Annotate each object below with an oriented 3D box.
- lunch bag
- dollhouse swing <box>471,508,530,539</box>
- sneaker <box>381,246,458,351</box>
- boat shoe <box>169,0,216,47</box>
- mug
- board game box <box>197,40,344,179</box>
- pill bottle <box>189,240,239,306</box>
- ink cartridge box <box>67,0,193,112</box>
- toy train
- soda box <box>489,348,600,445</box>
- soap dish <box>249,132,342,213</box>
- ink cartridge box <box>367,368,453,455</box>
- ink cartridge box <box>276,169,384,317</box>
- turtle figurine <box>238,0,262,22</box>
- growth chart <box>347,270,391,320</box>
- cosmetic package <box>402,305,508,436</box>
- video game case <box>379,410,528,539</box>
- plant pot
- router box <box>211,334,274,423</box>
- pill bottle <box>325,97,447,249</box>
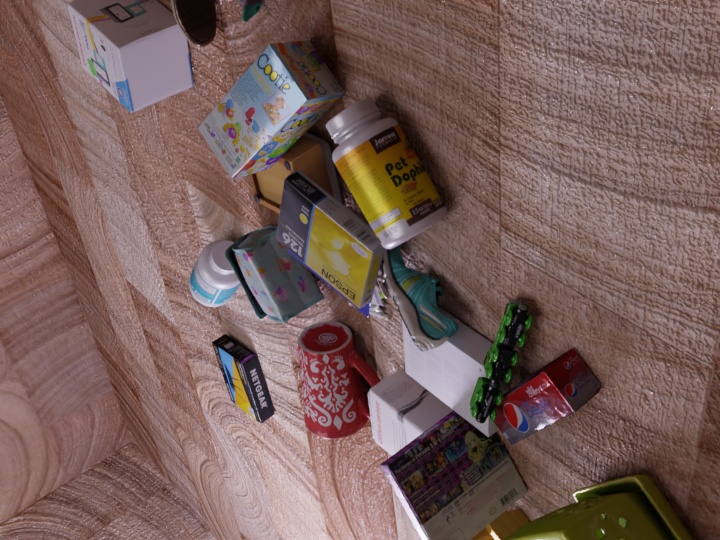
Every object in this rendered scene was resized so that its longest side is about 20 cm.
[{"bbox_3d":[-0.178,0.005,1.818,0.171,0.121,0.200,63,161,-12],"label":"lunch bag"},{"bbox_3d":[0.219,0.533,1.611,0.182,0.175,0.200,50,151,18],"label":"dollhouse swing"},{"bbox_3d":[0.088,0.034,1.441,0.201,0.079,0.078,64,-179,31],"label":"sneaker"},{"bbox_3d":[-0.302,-0.488,1.591,0.075,0.074,0.204,-149,42,-66],"label":"boat shoe"},{"bbox_3d":[-0.036,0.208,1.814,0.134,0.176,0.201,-95,-3,-59],"label":"mug"},{"bbox_3d":[-0.139,-0.247,1.421,0.200,0.103,0.105,-39,82,36],"label":"board game box"},{"bbox_3d":[-0.314,0.002,2.055,0.111,0.110,0.200,56,153,6],"label":"pill bottle"},{"bbox_3d":[-0.444,-0.437,1.789,0.200,0.146,0.147,41,148,32],"label":"ink cartridge box"},{"bbox_3d":[0.198,0.128,1.314,0.057,0.041,0.201,-92,15,-63],"label":"toy train"},{"bbox_3d":[0.256,0.183,1.312,0.070,0.063,0.200,53,152,9],"label":"soda box"},{"bbox_3d":[-0.123,-0.166,1.587,0.200,0.081,0.158,29,141,46],"label":"soap dish"},{"bbox_3d":[0.112,0.291,1.647,0.200,0.083,0.148,35,144,39],"label":"ink cartridge box"},{"bbox_3d":[-0.055,-0.032,1.495,0.197,0.047,0.201,38,142,21],"label":"ink cartridge box"},{"bbox_3d":[-0.238,-0.485,1.442,0.199,0.101,0.150,36,163,11],"label":"turtle figurine"},{"bbox_3d":[0.000,0.000,1.615,0.144,0.018,0.201,24,137,48],"label":"growth chart"},{"bbox_3d":[0.150,0.150,1.473,0.200,0.052,0.152,36,147,38],"label":"cosmetic package"},{"bbox_3d":[0.154,0.337,1.493,0.182,0.199,0.036,60,155,-4],"label":"video game case"},{"bbox_3d":[0.339,0.397,1.256,0.201,0.181,0.199,55,154,7],"label":"plant pot"},{"bbox_3d":[-0.302,0.278,2.379,0.149,0.051,0.201,25,138,46],"label":"router box"},{"bbox_3d":[0.032,-0.140,1.315,0.201,0.109,0.109,59,153,-2],"label":"pill bottle"}]
